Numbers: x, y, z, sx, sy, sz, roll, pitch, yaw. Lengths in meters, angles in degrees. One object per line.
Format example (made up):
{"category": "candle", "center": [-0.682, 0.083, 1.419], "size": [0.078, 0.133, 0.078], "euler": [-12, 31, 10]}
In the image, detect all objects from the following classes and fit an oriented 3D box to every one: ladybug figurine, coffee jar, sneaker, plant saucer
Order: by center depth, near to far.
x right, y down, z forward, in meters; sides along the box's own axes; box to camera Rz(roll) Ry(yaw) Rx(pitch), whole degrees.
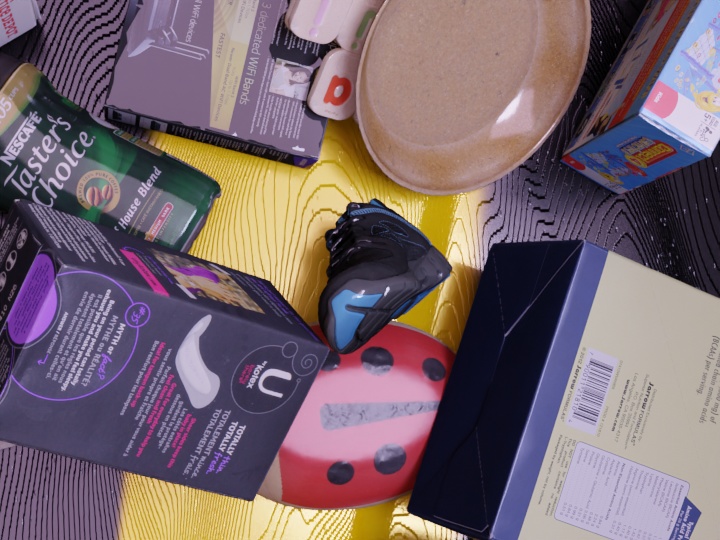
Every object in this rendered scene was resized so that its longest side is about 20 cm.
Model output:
{"category": "sneaker", "center": [0.000, 0.000, 1.105], "size": [0.073, 0.200, 0.082], "euler": [-41, 87, 14]}
{"category": "coffee jar", "center": [-0.203, -0.066, 1.125], "size": [0.199, 0.085, 0.105], "euler": [31, 91, -4]}
{"category": "ladybug figurine", "center": [-0.006, 0.100, 1.149], "size": [0.198, 0.072, 0.137], "euler": [-10, 87, -9]}
{"category": "plant saucer", "center": [0.074, -0.152, 1.154], "size": [0.199, 0.035, 0.201], "euler": [-18, 126, -26]}

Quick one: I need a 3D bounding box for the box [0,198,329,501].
{"category": "box", "center": [-0.142, 0.052, 1.039], "size": [0.199, 0.106, 0.123], "euler": [20, 104, -34]}

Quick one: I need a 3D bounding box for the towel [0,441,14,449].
{"category": "towel", "center": [-0.247, 0.058, 1.098], "size": [0.198, 0.035, 0.133], "euler": [-13, 121, -1]}

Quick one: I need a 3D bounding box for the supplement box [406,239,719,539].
{"category": "supplement box", "center": [0.170, 0.106, 1.098], "size": [0.199, 0.134, 0.201], "euler": [22, 82, -20]}

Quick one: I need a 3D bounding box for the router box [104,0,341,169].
{"category": "router box", "center": [-0.085, -0.189, 1.170], "size": [0.156, 0.052, 0.202], "euler": [14, 84, -7]}

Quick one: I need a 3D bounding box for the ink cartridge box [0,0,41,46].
{"category": "ink cartridge box", "center": [-0.323, -0.166, 1.088], "size": [0.199, 0.146, 0.085], "euler": [-33, 89, -10]}

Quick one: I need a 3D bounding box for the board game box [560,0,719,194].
{"category": "board game box", "center": [0.234, -0.162, 1.142], "size": [0.056, 0.196, 0.201], "euler": [31, 82, -5]}

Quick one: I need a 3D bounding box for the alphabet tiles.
{"category": "alphabet tiles", "center": [0.043, -0.190, 1.144], "size": [0.199, 0.015, 0.197], "euler": [10, 110, -39]}
